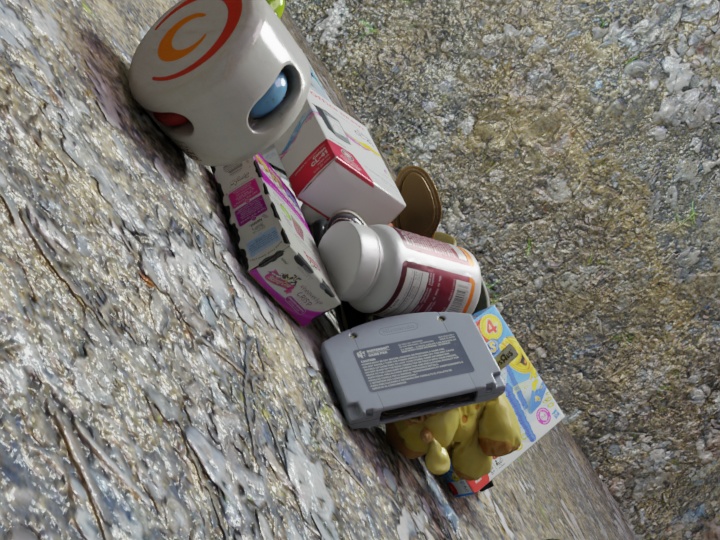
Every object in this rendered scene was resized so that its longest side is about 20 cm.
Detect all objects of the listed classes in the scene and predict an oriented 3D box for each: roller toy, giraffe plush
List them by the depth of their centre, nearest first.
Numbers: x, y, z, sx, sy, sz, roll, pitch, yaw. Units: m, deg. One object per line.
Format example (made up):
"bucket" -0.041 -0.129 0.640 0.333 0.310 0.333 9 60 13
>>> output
"roller toy" -0.157 -0.216 1.231 0.140 0.199 0.183 50 25 -43
"giraffe plush" 0.103 0.186 1.370 0.172 0.201 0.162 40 37 26

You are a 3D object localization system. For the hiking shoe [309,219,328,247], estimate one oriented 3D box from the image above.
"hiking shoe" 0.000 0.000 1.582 0.201 0.100 0.076 60 9 16

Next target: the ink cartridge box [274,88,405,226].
"ink cartridge box" -0.037 -0.151 1.507 0.147 0.086 0.201 30 25 -38

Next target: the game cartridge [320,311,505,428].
"game cartridge" 0.059 0.113 1.304 0.133 0.199 0.042 -116 -156 -43

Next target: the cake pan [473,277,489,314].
"cake pan" 0.116 0.060 1.784 0.201 0.200 0.037 57 -21 -3

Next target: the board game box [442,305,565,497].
"board game box" 0.165 0.185 1.559 0.196 0.200 0.056 57 -28 -1

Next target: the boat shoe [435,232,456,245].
"boat shoe" 0.086 0.021 1.730 0.073 0.201 0.063 22 -31 26

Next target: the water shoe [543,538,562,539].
"water shoe" 0.338 0.521 1.808 0.200 0.071 0.079 52 38 -40

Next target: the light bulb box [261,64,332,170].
"light bulb box" -0.127 -0.274 1.748 0.199 0.124 0.200 59 10 12

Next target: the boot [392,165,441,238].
"boot" 0.065 -0.054 1.589 0.155 0.073 0.201 -155 -122 -75

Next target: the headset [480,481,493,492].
"headset" 0.170 0.251 1.667 0.200 0.094 0.124 61 4 -40

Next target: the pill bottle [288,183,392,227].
"pill bottle" -0.022 -0.078 1.692 0.200 0.112 0.112 55 9 -19

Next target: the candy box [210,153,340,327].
"candy box" -0.105 -0.047 1.310 0.136 0.061 0.201 51 11 -49

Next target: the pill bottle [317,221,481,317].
"pill bottle" 0.047 0.006 1.381 0.199 0.114 0.115 15 36 -37

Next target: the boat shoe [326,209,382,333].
"boat shoe" -0.006 0.021 1.433 0.063 0.072 0.201 -64 146 -76
